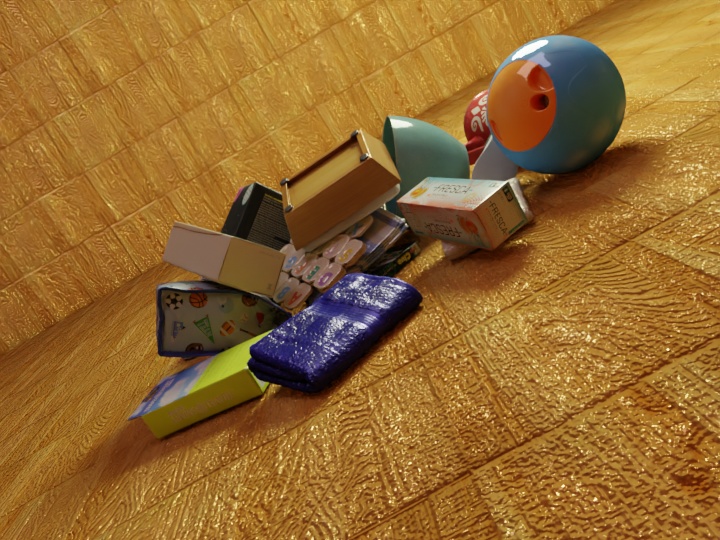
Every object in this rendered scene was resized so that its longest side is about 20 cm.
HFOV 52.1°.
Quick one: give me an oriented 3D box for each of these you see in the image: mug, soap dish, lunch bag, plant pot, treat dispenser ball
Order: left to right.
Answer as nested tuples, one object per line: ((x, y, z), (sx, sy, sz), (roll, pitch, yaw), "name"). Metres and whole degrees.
((-0.216, 0.077, 1.150), (0.200, 0.124, 0.170), (-1, 3, -17), "lunch bag")
((-0.040, -0.134, 1.195), (0.200, 0.081, 0.157), (-33, 30, 11), "soap dish")
((0.114, -0.169, 1.284), (0.135, 0.200, 0.200), (-3, 12, -6), "plant pot")
((0.283, -0.254, 1.370), (0.178, 0.133, 0.200), (-65, 19, 3), "mug")
((0.288, -0.244, 1.094), (0.201, 0.201, 0.201), (-28, 13, 7), "treat dispenser ball")

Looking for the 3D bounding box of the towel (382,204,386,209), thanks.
((-0.019, -0.096, 1.298), (0.132, 0.034, 0.200), (-28, 36, 13), "towel")

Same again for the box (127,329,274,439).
((-0.208, 0.158, 1.011), (0.200, 0.048, 0.122), (-25, 14, 19), "box")

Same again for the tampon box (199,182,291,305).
((-0.189, -0.043, 1.346), (0.150, 0.126, 0.200), (3, 71, 69), "tampon box")

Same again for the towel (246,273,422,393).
((-0.035, 0.069, 0.921), (0.148, 0.050, 0.200), (2, 33, 48), "towel")

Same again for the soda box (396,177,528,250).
((0.132, -0.081, 1.002), (0.068, 0.064, 0.200), (-38, 23, -15), "soda box")

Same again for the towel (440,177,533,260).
((0.183, -0.081, 1.085), (0.132, 0.034, 0.200), (-27, 14, 15), "towel")

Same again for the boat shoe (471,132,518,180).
((0.235, -0.196, 1.216), (0.057, 0.069, 0.200), (61, -132, -75), "boat shoe")

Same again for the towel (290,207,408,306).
((-0.029, -0.030, 1.176), (0.200, 0.024, 0.147), (-44, 35, -6), "towel")

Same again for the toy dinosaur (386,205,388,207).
((0.026, -0.075, 1.396), (0.101, 0.058, 0.200), (-44, 5, 4), "toy dinosaur")

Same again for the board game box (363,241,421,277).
((0.000, 0.000, 1.205), (0.105, 0.023, 0.200), (-42, 18, -33), "board game box")

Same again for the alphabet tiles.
((-0.071, -0.025, 1.176), (0.196, 0.015, 0.200), (-49, 32, -11), "alphabet tiles")

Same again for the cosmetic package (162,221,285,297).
((-0.217, -0.019, 1.152), (0.200, 0.104, 0.073), (14, 86, 50), "cosmetic package")
